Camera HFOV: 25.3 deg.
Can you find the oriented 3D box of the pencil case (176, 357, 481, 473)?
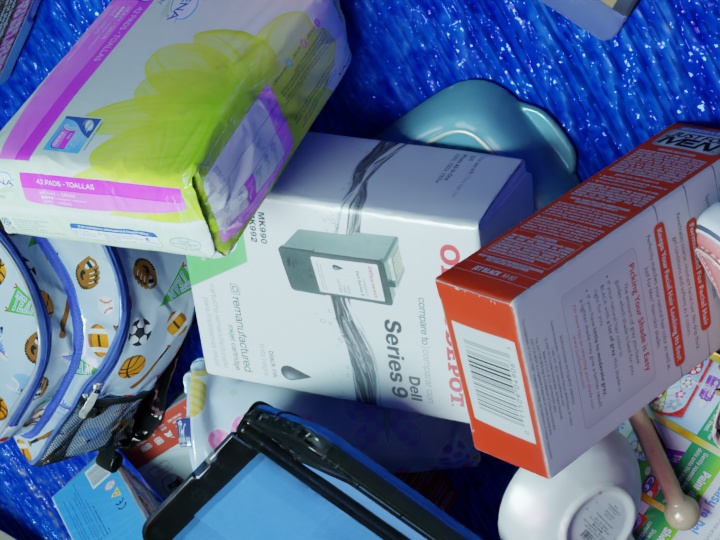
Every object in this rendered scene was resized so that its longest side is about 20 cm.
[{"bbox_3d":[-0.017,0.094,1.053,0.199,0.083,0.091,-5,79,1],"label":"pencil case"}]

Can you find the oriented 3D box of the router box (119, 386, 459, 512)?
[{"bbox_3d":[-0.057,0.146,1.179,0.180,0.049,0.200,50,130,-8],"label":"router box"}]

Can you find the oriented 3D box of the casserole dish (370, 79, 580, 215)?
[{"bbox_3d":[0.048,-0.036,1.008,0.200,0.039,0.121,-32,102,39],"label":"casserole dish"}]

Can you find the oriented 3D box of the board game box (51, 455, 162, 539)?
[{"bbox_3d":[-0.119,0.249,1.158,0.196,0.056,0.200,52,175,-32],"label":"board game box"}]

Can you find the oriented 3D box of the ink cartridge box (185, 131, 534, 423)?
[{"bbox_3d":[0.000,0.000,0.977,0.199,0.084,0.146,8,125,24],"label":"ink cartridge box"}]

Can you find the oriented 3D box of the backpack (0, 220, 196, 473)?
[{"bbox_3d":[-0.210,0.019,1.107,0.200,0.154,0.191,51,118,16],"label":"backpack"}]

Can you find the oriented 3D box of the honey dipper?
[{"bbox_3d":[0.164,0.077,0.967,0.038,0.038,0.200,-13,117,35],"label":"honey dipper"}]

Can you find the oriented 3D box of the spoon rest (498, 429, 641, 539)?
[{"bbox_3d":[0.152,0.168,0.984,0.200,0.099,0.061,49,174,-34],"label":"spoon rest"}]

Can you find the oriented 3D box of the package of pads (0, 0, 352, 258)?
[{"bbox_3d":[-0.107,-0.098,0.945,0.154,0.200,0.068,6,136,25],"label":"package of pads"}]

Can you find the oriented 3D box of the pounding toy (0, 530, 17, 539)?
[{"bbox_3d":[-0.313,0.293,1.384,0.200,0.142,0.184,33,132,-8],"label":"pounding toy"}]

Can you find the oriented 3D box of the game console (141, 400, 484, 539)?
[{"bbox_3d":[-0.011,0.183,0.984,0.200,0.118,0.171,37,170,-18],"label":"game console"}]

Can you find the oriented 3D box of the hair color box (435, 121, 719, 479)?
[{"bbox_3d":[0.140,0.011,0.876,0.064,0.200,0.111,19,132,49],"label":"hair color box"}]

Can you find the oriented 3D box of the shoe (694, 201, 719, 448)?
[{"bbox_3d":[0.224,0.058,0.873,0.091,0.071,0.200,-43,115,2],"label":"shoe"}]

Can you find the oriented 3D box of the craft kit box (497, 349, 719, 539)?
[{"bbox_3d":[0.212,0.121,1.017,0.197,0.049,0.200,32,131,10],"label":"craft kit box"}]

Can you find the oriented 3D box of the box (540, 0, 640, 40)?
[{"bbox_3d":[0.126,-0.220,0.846,0.121,0.032,0.200,34,132,6],"label":"box"}]

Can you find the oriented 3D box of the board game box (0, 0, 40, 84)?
[{"bbox_3d":[-0.293,-0.163,1.007,0.097,0.200,0.160,38,130,3],"label":"board game box"}]
